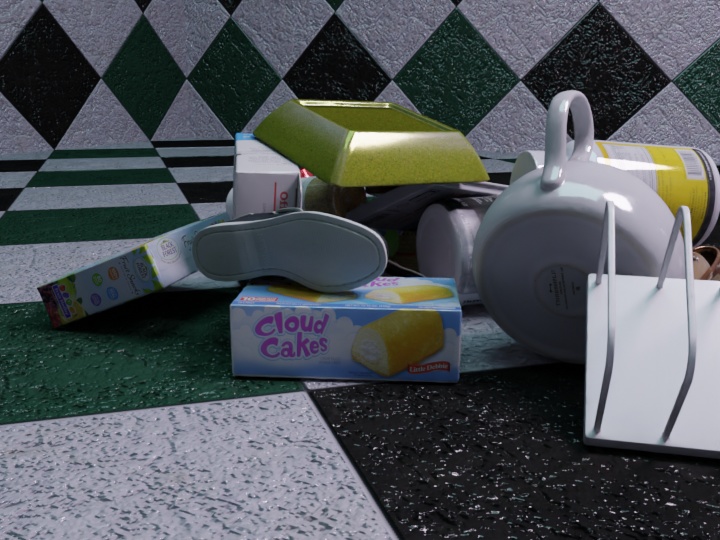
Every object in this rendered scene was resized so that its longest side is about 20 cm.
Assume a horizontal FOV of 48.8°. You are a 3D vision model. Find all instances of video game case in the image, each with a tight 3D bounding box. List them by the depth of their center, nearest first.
[{"bbox_3d":[0.100,-0.077,0.968,0.199,0.018,0.143,2,-18,-44],"label":"video game case"}]

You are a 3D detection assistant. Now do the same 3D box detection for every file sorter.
[{"bbox_3d":[0.257,0.038,0.529,0.198,0.125,0.140,4,57,13],"label":"file sorter"}]

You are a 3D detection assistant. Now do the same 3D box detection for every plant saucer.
[{"bbox_3d":[0.011,-0.146,0.863,0.199,0.048,0.199,-6,26,-31],"label":"plant saucer"}]

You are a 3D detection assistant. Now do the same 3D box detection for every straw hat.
[{"bbox_3d":[0.055,-0.050,1.098,0.199,0.086,0.201,0,14,0],"label":"straw hat"}]

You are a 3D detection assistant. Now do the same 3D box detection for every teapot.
[{"bbox_3d":[0.202,-0.027,0.722,0.197,0.200,0.146,35,46,2],"label":"teapot"}]

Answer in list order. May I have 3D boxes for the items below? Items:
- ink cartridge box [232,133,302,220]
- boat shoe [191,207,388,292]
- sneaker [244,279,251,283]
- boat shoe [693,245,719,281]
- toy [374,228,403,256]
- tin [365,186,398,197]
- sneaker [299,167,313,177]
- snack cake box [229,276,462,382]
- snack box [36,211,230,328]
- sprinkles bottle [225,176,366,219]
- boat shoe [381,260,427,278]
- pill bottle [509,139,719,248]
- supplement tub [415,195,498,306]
[{"bbox_3d":[-0.103,-0.068,0.852,0.067,0.117,0.200,0,23,-9],"label":"ink cartridge box"},{"bbox_3d":[-0.060,-0.025,0.731,0.198,0.076,0.060,6,20,24],"label":"boat shoe"},{"bbox_3d":[-0.076,-0.003,0.944,0.199,0.079,0.139,-1,11,38],"label":"sneaker"},{"bbox_3d":[0.345,0.012,0.873,0.075,0.073,0.199,11,17,38],"label":"boat shoe"},{"bbox_3d":[-0.041,-0.053,1.058,0.199,0.047,0.116,10,57,32],"label":"toy"},{"bbox_3d":[0.069,-0.110,1.044,0.111,0.042,0.200,11,5,14],"label":"tin"},{"bbox_3d":[-0.063,-0.102,1.246,0.198,0.117,0.078,5,14,18],"label":"sneaker"},{"bbox_3d":[-0.010,0.049,0.725,0.198,0.068,0.115,1,14,3],"label":"snack cake box"},{"bbox_3d":[-0.236,-0.006,0.883,0.141,0.053,0.200,-21,8,19],"label":"snack box"},{"bbox_3d":[-0.087,-0.086,1.030,0.199,0.069,0.068,0,10,40],"label":"sprinkles bottle"},{"bbox_3d":[0.000,0.000,0.844,0.199,0.057,0.067,26,52,32],"label":"boat shoe"},{"bbox_3d":[0.265,-0.080,0.841,0.198,0.113,0.112,2,13,-10],"label":"pill bottle"},{"bbox_3d":[0.175,-0.026,0.924,0.198,0.124,0.122,-4,14,-21],"label":"supplement tub"}]
